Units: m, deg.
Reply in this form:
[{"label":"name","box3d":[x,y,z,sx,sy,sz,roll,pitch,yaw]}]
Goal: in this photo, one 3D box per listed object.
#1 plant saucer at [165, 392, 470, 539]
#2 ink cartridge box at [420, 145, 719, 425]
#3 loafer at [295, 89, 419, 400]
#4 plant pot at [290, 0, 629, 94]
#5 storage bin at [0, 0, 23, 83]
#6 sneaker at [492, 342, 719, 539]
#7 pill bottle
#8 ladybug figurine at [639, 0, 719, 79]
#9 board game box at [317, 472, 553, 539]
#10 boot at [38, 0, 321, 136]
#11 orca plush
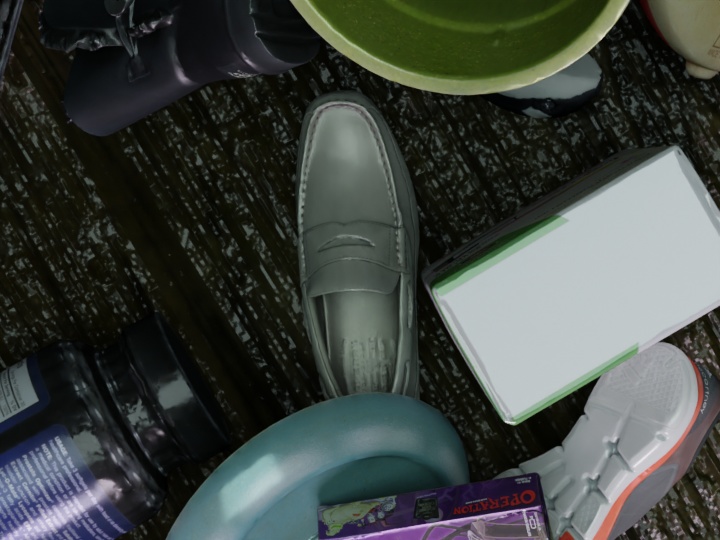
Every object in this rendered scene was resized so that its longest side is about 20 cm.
[{"label":"plant saucer","box3d":[-0.019,0.156,1.304,0.200,0.027,0.200,-20,131,-24]},{"label":"ink cartridge box","box3d":[0.113,0.003,1.275,0.145,0.200,0.084,-31,92,1]},{"label":"loafer","box3d":[0.000,0.000,1.331,0.070,0.070,0.200,-9,94,7]},{"label":"plant pot","box3d":[0.066,-0.219,1.242,0.200,0.190,0.200,7,118,14]},{"label":"storage bin","box3d":[-0.234,-0.142,1.279,0.094,0.135,0.200,17,94,-4]},{"label":"sneaker","box3d":[0.137,0.128,1.348,0.200,0.082,0.077,-47,52,22]},{"label":"pill bottle","box3d":[-0.177,0.108,1.315,0.200,0.112,0.112,-29,95,1]},{"label":"ladybug figurine","box3d":[0.197,-0.202,1.283,0.136,0.072,0.200,13,94,-39]},{"label":"board game box","box3d":[0.054,0.192,1.310,0.120,0.032,0.200,-7,134,9]},{"label":"boot","box3d":[-0.104,-0.182,1.278,0.168,0.076,0.200,-11,80,40]},{"label":"orca plush","box3d":[0.030,-0.122,1.324,0.200,0.105,0.071,13,132,-20]}]
